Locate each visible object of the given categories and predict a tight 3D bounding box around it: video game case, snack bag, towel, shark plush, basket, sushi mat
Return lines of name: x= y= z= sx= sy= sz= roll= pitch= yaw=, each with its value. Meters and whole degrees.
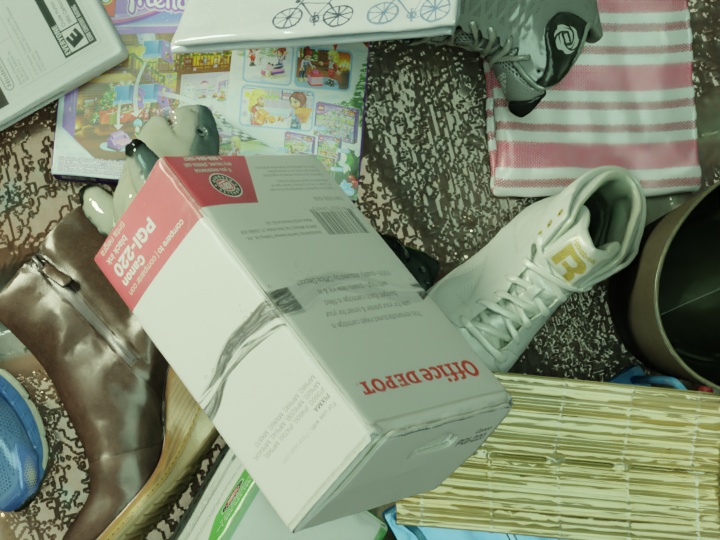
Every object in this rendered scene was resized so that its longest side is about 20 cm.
video game case: x=-0.271 y=-0.178 z=1.067 sx=0.181 sy=0.023 sz=0.201 roll=-29 pitch=85 yaw=2
snack bag: x=-0.011 y=-0.216 z=1.036 sx=0.188 sy=0.021 sz=0.201 roll=-1 pitch=55 yaw=23
towel: x=0.154 y=-0.149 z=1.130 sx=0.145 sy=0.030 sz=0.201 roll=-2 pitch=87 yaw=-6
shark plush: x=-0.094 y=-0.007 z=1.025 sx=0.083 sy=0.091 sz=0.201 roll=-13 pitch=68 yaw=-35
basket: x=0.234 y=0.010 z=1.043 sx=0.180 sy=0.200 sz=0.137 roll=-24 pitch=88 yaw=-10
sushi mat: x=0.119 y=0.111 z=1.000 sx=0.199 sy=0.012 sz=0.096 roll=6 pitch=83 yaw=-2

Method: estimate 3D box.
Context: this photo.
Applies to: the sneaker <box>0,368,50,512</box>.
sneaker: x=-0.276 y=0.076 z=1.031 sx=0.200 sy=0.089 sz=0.079 roll=45 pitch=114 yaw=2

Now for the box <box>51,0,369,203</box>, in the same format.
box: x=-0.095 y=-0.119 z=1.096 sx=0.199 sy=0.039 sz=0.138 roll=5 pitch=87 yaw=-6

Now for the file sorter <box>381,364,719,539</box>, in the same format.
file sorter: x=0.140 y=0.169 z=1.065 sx=0.199 sy=0.123 sz=0.139 roll=-29 pitch=91 yaw=-7

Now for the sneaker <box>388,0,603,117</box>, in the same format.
sneaker: x=0.069 y=-0.148 z=1.069 sx=0.199 sy=0.075 sz=0.116 roll=-17 pitch=94 yaw=-14

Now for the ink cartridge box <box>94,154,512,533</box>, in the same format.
ink cartridge box: x=-0.030 y=0.034 z=0.931 sx=0.200 sy=0.145 sz=0.085 roll=50 pitch=119 yaw=22

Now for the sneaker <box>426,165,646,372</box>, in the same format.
sneaker: x=0.100 y=0.009 z=1.038 sx=0.074 sy=0.116 sz=0.200 roll=43 pitch=61 yaw=-6

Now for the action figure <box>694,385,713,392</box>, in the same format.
action figure: x=0.264 y=0.123 z=1.040 sx=0.065 sy=0.200 sz=0.052 roll=8 pitch=111 yaw=-14

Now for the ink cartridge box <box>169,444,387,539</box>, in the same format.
ink cartridge box: x=-0.068 y=0.181 z=1.003 sx=0.083 sy=0.200 sz=0.147 roll=31 pitch=85 yaw=-8

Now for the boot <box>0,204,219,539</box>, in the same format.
boot: x=-0.172 y=0.077 z=1.075 sx=0.166 sy=0.072 sz=0.200 roll=36 pitch=85 yaw=9

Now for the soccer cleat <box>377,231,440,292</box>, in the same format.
soccer cleat: x=0.000 y=0.000 z=1.084 sx=0.081 sy=0.067 sz=0.200 roll=-46 pitch=108 yaw=-22
